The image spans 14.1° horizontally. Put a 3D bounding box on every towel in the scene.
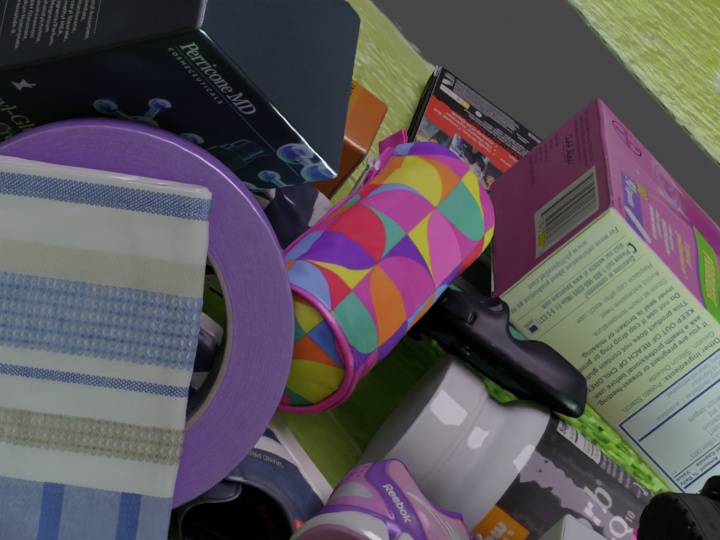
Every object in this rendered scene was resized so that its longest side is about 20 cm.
[{"bbox_3d":[-0.155,0.045,1.431,0.146,0.201,0.024,7,8,-6],"label":"towel"}]

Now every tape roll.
[{"bbox_3d":[-0.133,0.024,1.474,0.200,0.200,0.066,39,3,-6],"label":"tape roll"}]

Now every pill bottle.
[{"bbox_3d":[0.099,0.145,1.647,0.200,0.116,0.116,38,36,-6],"label":"pill bottle"}]

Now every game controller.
[{"bbox_3d":[0.074,0.046,1.705,0.104,0.042,0.200,44,-4,-7],"label":"game controller"}]

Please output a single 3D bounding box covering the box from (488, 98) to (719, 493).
[{"bbox_3d":[0.179,0.022,1.803,0.200,0.097,0.176,46,18,-17],"label":"box"}]

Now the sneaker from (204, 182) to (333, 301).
[{"bbox_3d":[-0.083,-0.013,1.673,0.080,0.129,0.200,-60,138,-43],"label":"sneaker"}]

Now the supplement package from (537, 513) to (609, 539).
[{"bbox_3d":[0.084,0.241,1.463,0.117,0.200,0.117,33,37,-14],"label":"supplement package"}]

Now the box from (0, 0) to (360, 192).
[{"bbox_3d":[-0.124,-0.113,1.541,0.148,0.199,0.107,45,43,-47],"label":"box"}]

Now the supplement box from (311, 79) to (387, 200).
[{"bbox_3d":[-0.084,-0.125,1.791,0.200,0.069,0.067,35,34,-8],"label":"supplement box"}]

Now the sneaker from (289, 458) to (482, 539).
[{"bbox_3d":[0.043,0.176,1.554,0.200,0.080,0.089,51,36,-25],"label":"sneaker"}]

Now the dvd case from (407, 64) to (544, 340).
[{"bbox_3d":[0.084,-0.036,1.900,0.146,0.022,0.200,35,35,-11],"label":"dvd case"}]

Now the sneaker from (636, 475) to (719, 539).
[{"bbox_3d":[0.203,0.167,1.429,0.104,0.060,0.200,8,45,-35],"label":"sneaker"}]

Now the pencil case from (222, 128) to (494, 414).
[{"bbox_3d":[0.000,0.000,1.603,0.088,0.088,0.200,43,37,-1],"label":"pencil case"}]

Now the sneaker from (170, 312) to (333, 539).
[{"bbox_3d":[-0.087,0.095,1.555,0.200,0.075,0.084,48,31,6],"label":"sneaker"}]
